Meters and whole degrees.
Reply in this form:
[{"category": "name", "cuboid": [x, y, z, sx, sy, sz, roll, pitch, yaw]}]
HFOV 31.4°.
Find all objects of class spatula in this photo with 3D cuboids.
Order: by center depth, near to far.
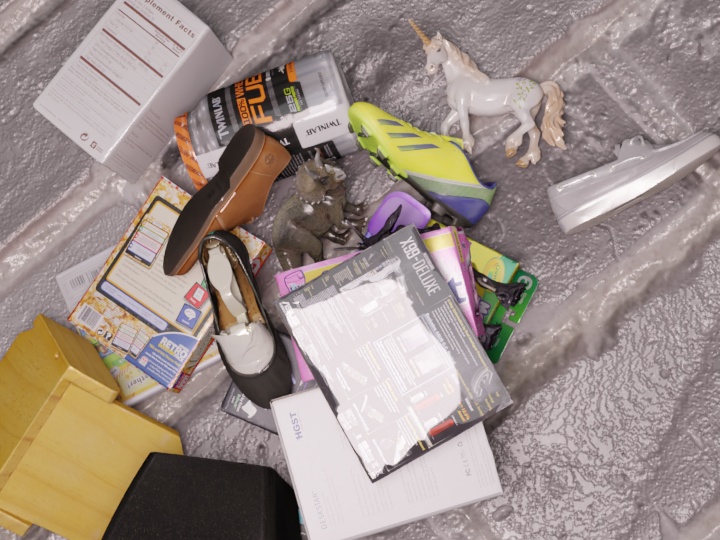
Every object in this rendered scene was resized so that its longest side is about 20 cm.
[{"category": "spatula", "cuboid": [0.000, 0.000, 1.435, 0.056, 0.021, 0.200, 38, 91, 10]}]

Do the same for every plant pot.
[{"category": "plant pot", "cuboid": [-0.158, 0.294, 1.330, 0.198, 0.200, 0.178, 5, 71, 11]}]

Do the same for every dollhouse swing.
[{"category": "dollhouse swing", "cuboid": [-0.331, 0.195, 1.480, 0.200, 0.175, 0.182, -56, 38, 8]}]

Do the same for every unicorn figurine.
[{"category": "unicorn figurine", "cuboid": [0.138, -0.195, 1.470, 0.199, 0.074, 0.138, 8, 82, -6]}]

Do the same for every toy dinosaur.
[{"category": "toy dinosaur", "cuboid": [-0.055, -0.057, 1.460, 0.102, 0.077, 0.200, 27, 126, -15]}]

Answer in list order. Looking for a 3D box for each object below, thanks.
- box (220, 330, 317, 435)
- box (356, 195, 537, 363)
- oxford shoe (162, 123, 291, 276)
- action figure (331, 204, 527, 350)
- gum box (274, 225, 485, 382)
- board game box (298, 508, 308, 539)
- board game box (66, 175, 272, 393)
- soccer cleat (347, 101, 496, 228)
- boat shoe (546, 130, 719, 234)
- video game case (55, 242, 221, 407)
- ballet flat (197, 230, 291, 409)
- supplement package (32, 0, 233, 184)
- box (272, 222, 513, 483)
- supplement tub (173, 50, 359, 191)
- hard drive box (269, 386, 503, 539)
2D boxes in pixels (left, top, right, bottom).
[{"category": "box", "cuboid": [-0.035, 0.147, 1.410, 0.199, 0.122, 0.107, 21, 84, 12]}, {"category": "box", "cuboid": [0.091, 0.013, 1.451, 0.199, 0.048, 0.118, 27, 87, 11]}, {"category": "oxford shoe", "cuboid": [-0.147, -0.064, 1.415, 0.200, 0.071, 0.071, -50, 36, 19]}, {"category": "action figure", "cuboid": [0.070, 0.009, 1.382, 0.199, 0.102, 0.119, 29, 93, 14]}, {"category": "gum box", "cuboid": [0.026, 0.033, 1.306, 0.199, 0.066, 0.114, -15, 88, 11]}, {"category": "board game box", "cuboid": [-0.121, 0.356, 1.429, 0.150, 0.047, 0.201, 11, 83, 11]}, {"category": "board game box", "cuboid": [-0.219, 0.016, 1.476, 0.151, 0.046, 0.200, 33, 87, 12]}, {"category": "soccer cleat", "cuboid": [0.069, -0.129, 1.426, 0.200, 0.065, 0.084, 40, 84, -20]}, {"category": "boat shoe", "cuboid": [0.303, -0.113, 1.431, 0.199, 0.072, 0.069, -29, 78, 13]}, {"category": "video game case", "cuboid": [-0.237, 0.043, 1.510, 0.199, 0.023, 0.183, -27, 78, 3]}, {"category": "ballet flat", "cuboid": [-0.131, 0.050, 1.345, 0.068, 0.068, 0.201, -24, 75, 6]}, {"category": "supplement package", "cuboid": [-0.264, -0.223, 1.508, 0.117, 0.117, 0.200, 38, 88, 13]}, {"category": "box", "cuboid": [0.031, 0.078, 1.235, 0.157, 0.050, 0.201, -30, 85, 1]}, {"category": "supplement tub", "cuboid": [-0.104, -0.164, 1.470, 0.199, 0.123, 0.123, -20, 79, 5]}, {"category": "hard drive box", "cuboid": [0.025, 0.177, 1.294, 0.199, 0.077, 0.157, -16, 84, -2]}]
